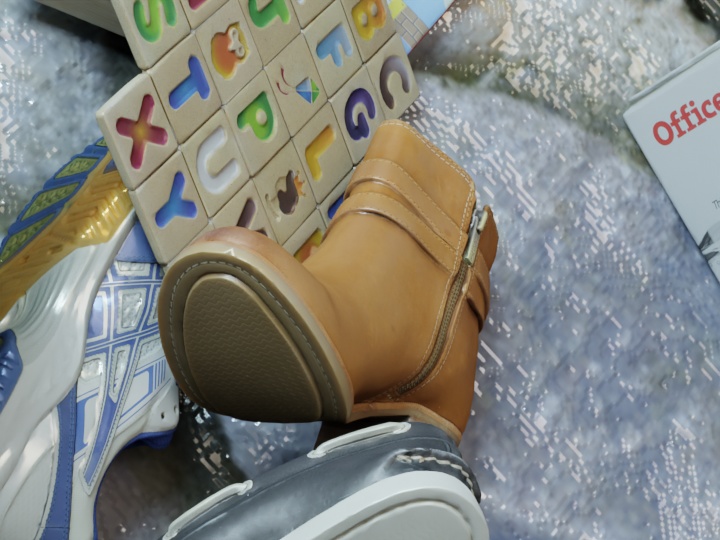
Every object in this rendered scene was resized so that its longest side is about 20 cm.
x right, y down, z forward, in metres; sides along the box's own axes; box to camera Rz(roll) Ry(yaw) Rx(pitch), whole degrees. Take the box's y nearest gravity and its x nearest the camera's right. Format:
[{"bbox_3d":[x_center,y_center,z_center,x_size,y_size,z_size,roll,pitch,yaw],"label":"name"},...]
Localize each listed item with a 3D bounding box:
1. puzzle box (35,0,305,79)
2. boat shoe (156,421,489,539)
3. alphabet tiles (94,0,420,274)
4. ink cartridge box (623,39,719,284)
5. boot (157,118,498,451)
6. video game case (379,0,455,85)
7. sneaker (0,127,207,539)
[{"bbox_3d":[-0.070,-0.186,0.916,0.133,0.025,0.200,22,63,-21],"label":"puzzle box"},{"bbox_3d":[-0.048,0.117,0.775,0.074,0.200,0.060,56,9,-27],"label":"boat shoe"},{"bbox_3d":[-0.035,-0.069,0.861,0.200,0.006,0.167,-49,127,-46],"label":"alphabet tiles"},{"bbox_3d":[0.235,-0.030,0.977,0.084,0.144,0.200,-29,87,-35],"label":"ink cartridge box"},{"bbox_3d":[0.000,0.000,0.834,0.200,0.077,0.155,50,50,-43],"label":"boot"},{"bbox_3d":[0.007,-0.193,0.988,0.143,0.017,0.200,44,57,-8],"label":"video game case"},{"bbox_3d":[-0.104,0.027,0.821,0.088,0.075,0.200,44,59,-26],"label":"sneaker"}]
